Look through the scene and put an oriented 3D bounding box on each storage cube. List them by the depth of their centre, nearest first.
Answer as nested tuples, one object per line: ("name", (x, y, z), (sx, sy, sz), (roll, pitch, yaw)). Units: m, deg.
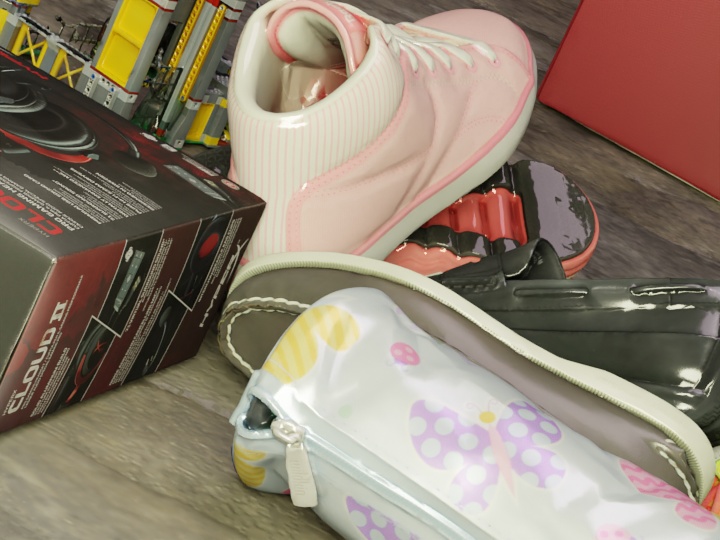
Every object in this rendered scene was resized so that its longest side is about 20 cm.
("storage cube", (0.262, -0.168, 1.741), (0.200, 0.180, 0.171), (30, 17, 19))

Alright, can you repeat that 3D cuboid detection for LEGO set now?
("LEGO set", (-0.099, -0.139, 1.215), (0.200, 0.116, 0.154), (7, 24, -48))

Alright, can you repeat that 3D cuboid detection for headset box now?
("headset box", (-0.144, -0.018, 0.845), (0.149, 0.075, 0.200), (30, 17, 15))

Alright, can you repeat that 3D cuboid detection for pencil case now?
("pencil case", (0.051, 0.084, 0.797), (0.200, 0.083, 0.091), (32, 4, 20))

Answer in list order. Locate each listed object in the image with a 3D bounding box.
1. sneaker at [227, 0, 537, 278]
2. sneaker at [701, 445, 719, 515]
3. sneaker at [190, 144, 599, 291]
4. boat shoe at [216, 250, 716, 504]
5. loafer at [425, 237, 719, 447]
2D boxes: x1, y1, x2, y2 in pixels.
("sneaker", (0.011, -0.079, 0.974), (0.075, 0.105, 0.200), (16, 42, 28))
("sneaker", (0.130, 0.083, 0.964), (0.090, 0.078, 0.200), (8, 16, -21))
("sneaker", (0.000, 0.000, 1.039), (0.200, 0.087, 0.074), (4, 52, -7))
("boat shoe", (0.031, 0.054, 0.890), (0.201, 0.072, 0.061), (22, 40, 14))
("loafer", (0.062, 0.022, 0.949), (0.200, 0.070, 0.068), (8, -16, 26))
